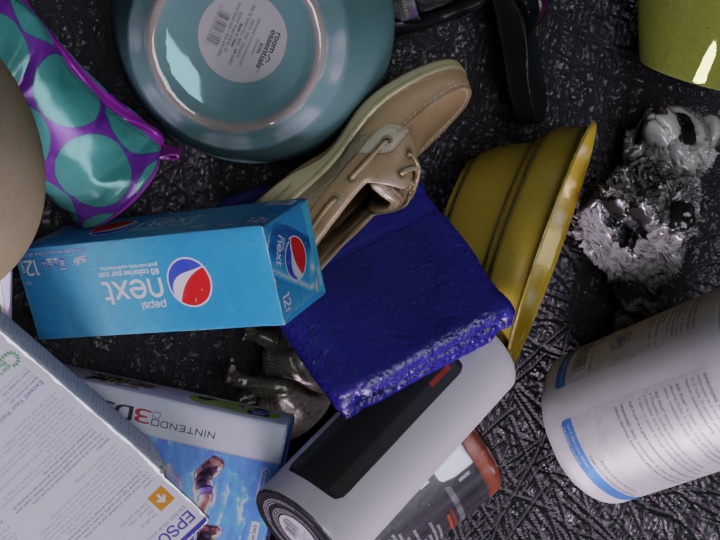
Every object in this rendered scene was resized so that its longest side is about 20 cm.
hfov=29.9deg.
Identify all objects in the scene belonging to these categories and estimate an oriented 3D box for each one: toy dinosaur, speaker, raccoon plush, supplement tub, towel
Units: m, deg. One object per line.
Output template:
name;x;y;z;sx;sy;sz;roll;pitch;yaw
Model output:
toy dinosaur;-0.053;0.076;1.005;0.102;0.077;0.201;15;90;-17
speaker;0.022;0.117;0.944;0.200;0.081;0.081;-43;113;-29
raccoon plush;0.238;-0.046;1.117;0.134;0.097;0.200;-53;160;-37
supplement tub;0.254;0.096;1.051;0.132;0.200;0.132;24;53;-37
supplement tub;0.004;0.184;1.029;0.200;0.107;0.107;-38;111;-13
towel;0.000;0.000;0.961;0.147;0.200;0.050;-28;147;-12

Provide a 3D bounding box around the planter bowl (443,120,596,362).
planter bowl;0.108;-0.031;1.024;0.083;0.200;0.201;20;91;12

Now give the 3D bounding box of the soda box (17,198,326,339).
soda box;-0.129;0.000;0.900;0.064;0.199;0.068;-37;119;-58

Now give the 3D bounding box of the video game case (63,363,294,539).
video game case;-0.156;0.182;0.957;0.181;0.045;0.201;12;95;4

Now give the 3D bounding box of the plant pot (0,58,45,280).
plant pot;-0.268;-0.053;0.812;0.201;0.200;0.134;-62;155;-2

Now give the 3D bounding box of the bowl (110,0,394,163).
bowl;-0.078;-0.158;0.898;0.200;0.105;0.202;1;108;2

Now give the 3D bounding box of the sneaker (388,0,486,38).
sneaker;-0.001;-0.196;0.971;0.199;0.088;0.076;-18;106;-18

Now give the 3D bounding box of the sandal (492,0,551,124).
sandal;0.130;-0.212;1.028;0.048;0.075;0.201;-5;114;21

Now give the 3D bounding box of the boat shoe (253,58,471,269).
boat shoe;0.011;-0.066;0.939;0.200;0.065;0.071;-42;155;-10

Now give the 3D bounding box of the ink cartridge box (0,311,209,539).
ink cartridge box;-0.238;0.161;0.908;0.200;0.041;0.200;-42;107;6

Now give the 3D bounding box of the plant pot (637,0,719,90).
plant pot;0.292;-0.247;1.050;0.187;0.187;0.201;7;112;-23

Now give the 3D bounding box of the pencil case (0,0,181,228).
pencil case;-0.218;-0.126;0.896;0.092;0.085;0.200;-35;113;12

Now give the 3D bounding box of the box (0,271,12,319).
box;-0.263;0.068;0.935;0.041;0.039;0.201;1;99;-19
